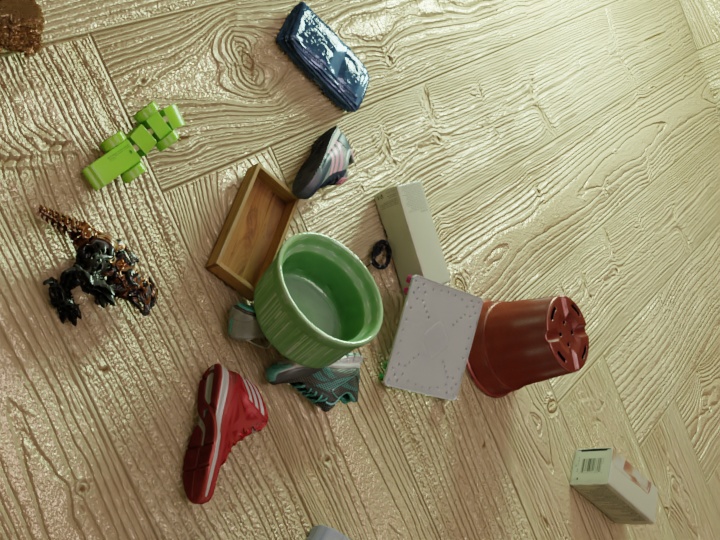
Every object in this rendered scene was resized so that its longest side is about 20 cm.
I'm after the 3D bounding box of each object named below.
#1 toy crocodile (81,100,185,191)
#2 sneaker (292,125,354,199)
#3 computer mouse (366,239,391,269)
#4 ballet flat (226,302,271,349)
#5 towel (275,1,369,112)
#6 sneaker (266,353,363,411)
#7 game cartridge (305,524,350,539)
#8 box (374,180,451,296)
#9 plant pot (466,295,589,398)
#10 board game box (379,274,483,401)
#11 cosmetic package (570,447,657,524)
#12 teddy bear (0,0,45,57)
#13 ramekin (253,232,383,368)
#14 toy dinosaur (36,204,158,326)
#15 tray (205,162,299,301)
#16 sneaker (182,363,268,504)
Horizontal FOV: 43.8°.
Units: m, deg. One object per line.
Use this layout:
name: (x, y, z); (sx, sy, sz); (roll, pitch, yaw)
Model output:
toy crocodile: (-0.329, -0.185, 1.313); (0.068, 0.061, 0.201); (53, 52, -20)
sneaker: (-0.055, -0.172, 1.555); (0.082, 0.069, 0.201); (51, 38, -23)
computer mouse: (0.000, 0.000, 1.610); (0.059, 0.034, 0.200); (51, 41, 0)
ballet flat: (-0.131, 0.094, 1.434); (0.198, 0.067, 0.065); (11, 98, -42)
towel: (-0.061, -0.393, 1.647); (0.199, 0.048, 0.113); (40, 52, -30)
sneaker: (-0.067, 0.184, 1.454); (0.198, 0.077, 0.093); (2, 80, -43)
game cartridge: (-0.028, 0.507, 1.422); (0.201, 0.040, 0.134); (52, 44, -21)
box: (0.099, -0.062, 1.696); (0.081, 0.068, 0.204); (-15, 89, -46)
plant pot: (0.337, 0.141, 1.785); (0.199, 0.193, 0.205); (16, 67, -42)
board game box: (0.132, 0.126, 1.655); (0.198, 0.026, 0.204); (18, 87, -41)
cosmetic package: (0.563, 0.479, 1.982); (0.200, 0.102, 0.088); (42, 53, -30)
teddy bear: (-0.515, -0.317, 1.165); (0.200, 0.066, 0.146); (-41, 98, -37)
ramekin: (-0.070, 0.051, 1.386); (0.198, 0.098, 0.203); (27, 42, -26)
toy dinosaur: (-0.362, -0.004, 1.217); (0.198, 0.102, 0.137); (31, 40, -14)
tray: (-0.172, -0.063, 1.447); (0.098, 0.037, 0.203); (39, 52, -31)
sneaker: (-0.186, 0.247, 1.310); (0.114, 0.078, 0.204); (26, 62, -36)
